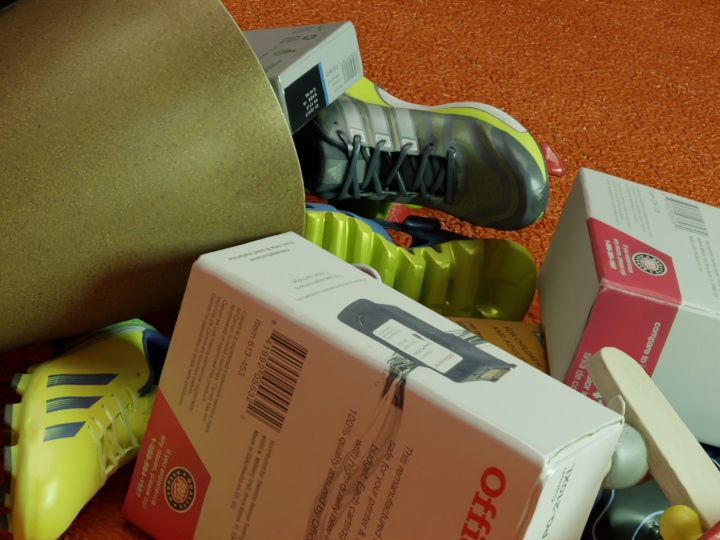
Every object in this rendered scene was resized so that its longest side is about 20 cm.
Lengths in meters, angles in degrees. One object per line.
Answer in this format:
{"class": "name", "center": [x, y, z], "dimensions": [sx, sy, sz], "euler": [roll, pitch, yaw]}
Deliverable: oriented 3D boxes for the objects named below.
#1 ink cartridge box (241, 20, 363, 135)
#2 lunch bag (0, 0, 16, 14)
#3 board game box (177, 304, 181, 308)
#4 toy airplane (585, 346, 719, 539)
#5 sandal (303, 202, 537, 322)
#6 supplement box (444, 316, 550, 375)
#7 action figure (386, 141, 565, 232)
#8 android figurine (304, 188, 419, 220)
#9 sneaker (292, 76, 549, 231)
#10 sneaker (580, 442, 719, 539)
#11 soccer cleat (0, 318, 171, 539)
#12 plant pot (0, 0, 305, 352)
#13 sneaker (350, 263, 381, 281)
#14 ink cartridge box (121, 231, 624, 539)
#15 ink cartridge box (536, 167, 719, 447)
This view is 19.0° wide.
{"class": "ink cartridge box", "center": [-0.108, -0.103, 1.219], "dimensions": [0.199, 0.039, 0.099], "euler": [0, 25, 27]}
{"class": "lunch bag", "center": [-0.195, -0.194, 1.094], "dimensions": [0.118, 0.200, 0.164], "euler": [65, 9, 3]}
{"class": "board game box", "center": [-0.081, -0.010, 1.233], "dimensions": [0.200, 0.030, 0.095], "euler": [49, 33, 16]}
{"class": "toy airplane", "center": [0.179, 0.148, 1.015], "dimensions": [0.199, 0.141, 0.200], "euler": [48, 11, -29]}
{"class": "sandal", "center": [0.000, 0.000, 1.229], "dimensions": [0.200, 0.080, 0.087], "euler": [10, 12, -35]}
{"class": "supplement box", "center": [0.094, 0.069, 1.219], "dimensions": [0.199, 0.069, 0.067], "euler": [6, 28, -31]}
{"class": "action figure", "center": [0.041, -0.072, 1.505], "dimensions": [0.200, 0.065, 0.099], "euler": [-7, 40, -46]}
{"class": "android figurine", "center": [-0.037, -0.091, 1.376], "dimensions": [0.182, 0.041, 0.200], "euler": [20, 23, -11]}
{"class": "sneaker", "center": [0.015, -0.061, 1.227], "dimensions": [0.200, 0.074, 0.081], "euler": [17, 31, 29]}
{"class": "sneaker", "center": [0.168, 0.133, 1.122], "dimensions": [0.078, 0.070, 0.200], "euler": [28, 24, 35]}
{"class": "soccer cleat", "center": [-0.127, 0.073, 1.053], "dimensions": [0.083, 0.065, 0.200], "euler": [11, 22, -1]}
{"class": "plant pot", "center": [-0.160, -0.041, 1.052], "dimensions": [0.200, 0.187, 0.186], "euler": [-30, 46, -25]}
{"class": "sneaker", "center": [0.016, 0.068, 1.105], "dimensions": [0.199, 0.113, 0.071], "euler": [23, 24, 13]}
{"class": "ink cartridge box", "center": [0.003, 0.093, 0.998], "dimensions": [0.200, 0.145, 0.084], "euler": [29, 24, 26]}
{"class": "ink cartridge box", "center": [0.206, 0.032, 1.199], "dimensions": [0.199, 0.086, 0.148], "euler": [17, 26, -7]}
